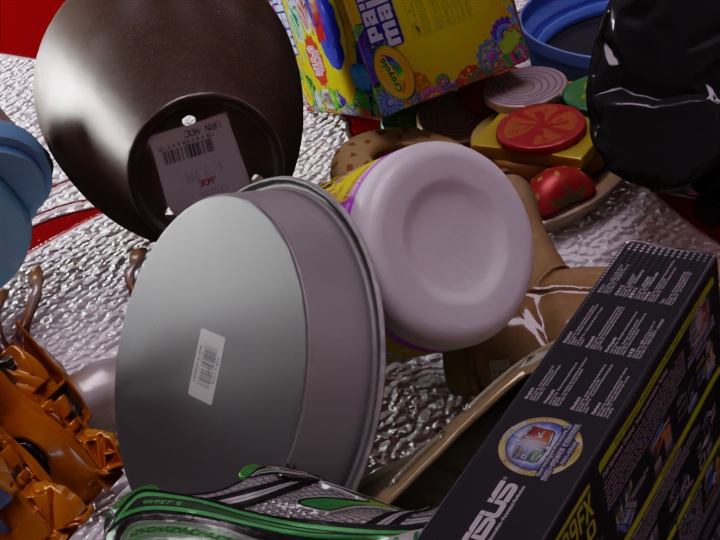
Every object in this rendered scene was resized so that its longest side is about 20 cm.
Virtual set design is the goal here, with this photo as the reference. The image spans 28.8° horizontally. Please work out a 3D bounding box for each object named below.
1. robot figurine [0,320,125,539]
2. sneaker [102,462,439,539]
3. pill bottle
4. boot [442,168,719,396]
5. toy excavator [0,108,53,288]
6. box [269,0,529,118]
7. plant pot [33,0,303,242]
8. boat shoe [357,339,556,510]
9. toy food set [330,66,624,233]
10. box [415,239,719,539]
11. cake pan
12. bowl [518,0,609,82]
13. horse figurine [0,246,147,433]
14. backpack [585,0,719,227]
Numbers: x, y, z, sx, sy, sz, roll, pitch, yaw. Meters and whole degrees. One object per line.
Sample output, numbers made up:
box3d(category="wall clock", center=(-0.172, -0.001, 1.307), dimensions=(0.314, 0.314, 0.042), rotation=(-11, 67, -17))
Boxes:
box3d(category="robot figurine", center=(-0.208, 0.053, 0.722), dimensions=(0.058, 0.200, 0.145), rotation=(-38, 6, 17))
box3d(category="sneaker", center=(-0.011, 0.111, 0.580), dimensions=(0.198, 0.078, 0.086), rotation=(1, 42, -25))
box3d(category="pill bottle", center=(0.000, 0.000, 0.767), dimensions=(0.104, 0.105, 0.200), rotation=(-34, 8, -29))
box3d(category="boot", center=(0.157, 0.008, 0.794), dimensions=(0.198, 0.066, 0.176), rotation=(-2, 48, 18))
box3d(category="toy excavator", center=(-0.273, -0.001, 0.876), dimensions=(0.193, 0.100, 0.201), rotation=(-30, 54, 2))
box3d(category="box", center=(0.007, -0.228, 1.023), dimensions=(0.121, 0.202, 0.192), rotation=(-23, 13, -13))
box3d(category="plant pot", center=(-0.112, -0.091, 0.889), dimensions=(0.185, 0.188, 0.200), rotation=(-18, 23, -7))
box3d(category="boat shoe", center=(0.076, 0.086, 0.676), dimensions=(0.199, 0.074, 0.063), rotation=(-27, -4, -15))
box3d(category="toy food set", center=(0.091, -0.085, 0.965), dimensions=(0.198, 0.049, 0.198), rotation=(10, 39, 31))
box3d(category="box", center=(0.097, 0.109, 0.573), dimensions=(0.044, 0.161, 0.200), rotation=(9, 40, 32))
box3d(category="cake pan", center=(-0.064, 0.050, 0.698), dimensions=(0.036, 0.202, 0.200), rotation=(10, 16, -39))
box3d(category="bowl", center=(0.220, -0.183, 1.064), dimensions=(0.198, 0.040, 0.201), rotation=(-7, 30, 4))
box3d(category="horse figurine", center=(-0.155, 0.056, 0.818), dimensions=(0.198, 0.050, 0.134), rotation=(-9, 64, -4))
box3d(category="backpack", center=(0.214, -0.123, 0.855), dimensions=(0.126, 0.168, 0.200), rotation=(24, 12, 26))
